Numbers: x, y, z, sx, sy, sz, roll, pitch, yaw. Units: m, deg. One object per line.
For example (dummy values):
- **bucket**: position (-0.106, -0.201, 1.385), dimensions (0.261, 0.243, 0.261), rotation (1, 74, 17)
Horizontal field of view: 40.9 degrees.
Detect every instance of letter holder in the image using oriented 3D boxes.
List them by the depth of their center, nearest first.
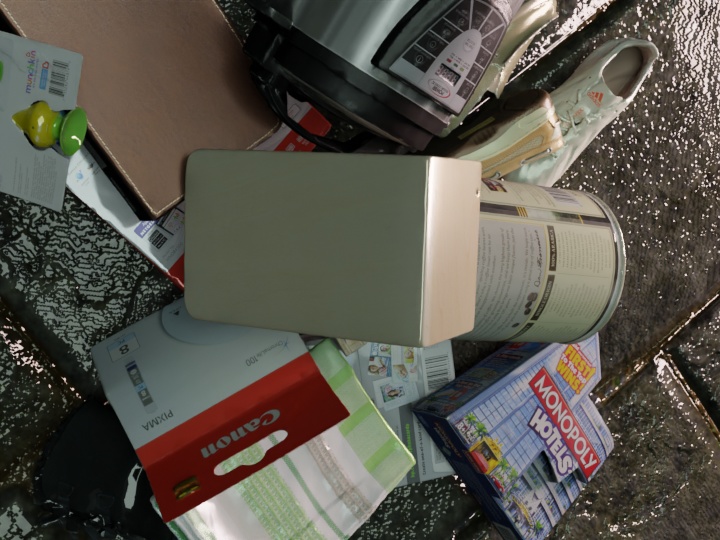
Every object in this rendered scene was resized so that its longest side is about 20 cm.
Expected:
- **letter holder**: position (-0.173, -0.161, 0.768), dimensions (0.142, 0.101, 0.200), rotation (-38, 104, -13)

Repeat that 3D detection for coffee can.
- **coffee can**: position (0.112, -0.009, 0.856), dimensions (0.199, 0.146, 0.147), rotation (4, 92, -31)

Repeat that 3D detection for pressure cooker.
- **pressure cooker**: position (0.014, -0.184, 0.742), dimensions (0.175, 0.179, 0.200), rotation (33, 100, 0)

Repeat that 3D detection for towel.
- **towel**: position (-0.054, 0.171, 0.787), dimensions (0.200, 0.031, 0.150), rotation (-41, 106, -28)

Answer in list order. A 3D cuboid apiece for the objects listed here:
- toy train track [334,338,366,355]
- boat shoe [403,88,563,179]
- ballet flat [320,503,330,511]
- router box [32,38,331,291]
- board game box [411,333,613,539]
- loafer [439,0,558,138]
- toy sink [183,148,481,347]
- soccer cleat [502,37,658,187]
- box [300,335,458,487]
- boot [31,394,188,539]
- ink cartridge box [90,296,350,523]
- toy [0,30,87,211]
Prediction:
- **toy train track**: position (0.000, 0.000, 0.896), dimensions (0.200, 0.033, 0.115), rotation (-32, 80, -23)
- **boat shoe**: position (0.101, -0.092, 0.912), dimensions (0.199, 0.072, 0.076), rotation (-26, 117, 7)
- **ballet flat**: position (-0.113, 0.190, 0.862), dimensions (0.199, 0.067, 0.071), rotation (-3, 72, 12)
- **router box**: position (-0.157, -0.114, 0.853), dimensions (0.179, 0.049, 0.200), rotation (42, 81, -16)
- **board game box**: position (0.179, 0.144, 0.950), dimensions (0.200, 0.062, 0.200), rotation (-44, 112, -22)
- **loafer**: position (0.116, -0.199, 0.922), dimensions (0.200, 0.076, 0.068), rotation (-39, 114, -14)
- **toy sink**: position (-0.020, -0.023, 0.729), dimensions (0.199, 0.112, 0.131), rotation (4, 96, 26)
- **soccer cleat**: position (0.213, -0.155, 0.951), dimensions (0.069, 0.078, 0.200), rotation (42, 81, -15)
- **box**: position (-0.005, 0.134, 0.922), dimensions (0.199, 0.041, 0.157), rotation (-9, 96, -17)
- **boot**: position (-0.175, 0.145, 0.829), dimensions (0.162, 0.073, 0.199), rotation (12, 65, 20)
- **ink cartridge box**: position (-0.119, 0.087, 0.771), dimensions (0.160, 0.200, 0.047), rotation (-29, 125, -10)
- **toy**: position (-0.291, -0.129, 0.713), dimensions (0.199, 0.047, 0.116), rotation (19, 109, 14)
